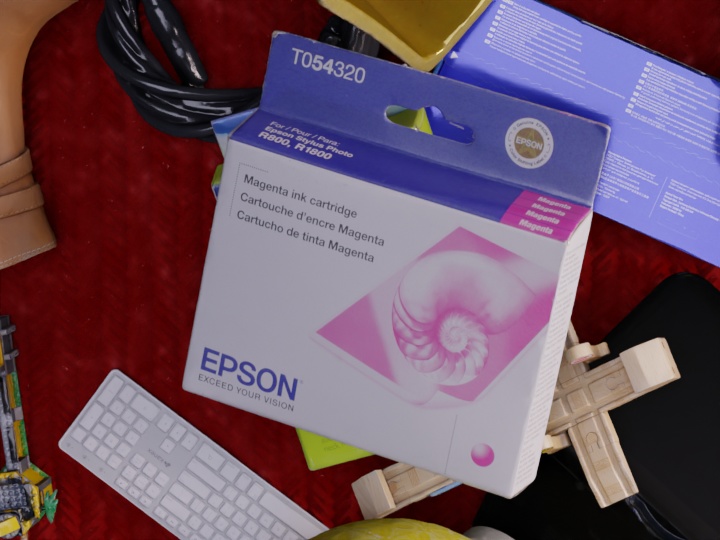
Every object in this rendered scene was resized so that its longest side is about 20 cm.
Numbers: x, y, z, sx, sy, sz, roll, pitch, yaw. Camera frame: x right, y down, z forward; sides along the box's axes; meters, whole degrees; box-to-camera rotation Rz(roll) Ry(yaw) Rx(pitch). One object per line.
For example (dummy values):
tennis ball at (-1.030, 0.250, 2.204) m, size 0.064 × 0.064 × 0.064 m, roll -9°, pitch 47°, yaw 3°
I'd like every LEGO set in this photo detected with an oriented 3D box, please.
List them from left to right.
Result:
LEGO set at (-0.270, 0.097, 1.598) m, size 0.199 × 0.116 × 0.154 m, roll 2°, pitch 96°, yaw 6°

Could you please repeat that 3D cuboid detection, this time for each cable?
cable at (-0.060, -0.169, 1.589) m, size 0.163 × 0.051 × 0.201 m, roll 15°, pitch 102°, yaw 9°

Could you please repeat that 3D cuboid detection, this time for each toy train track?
toy train track at (0.077, 0.087, 1.535) m, size 0.200 × 0.033 × 0.115 m, roll -28°, pitch 76°, yaw 25°

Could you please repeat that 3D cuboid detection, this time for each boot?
boot at (-0.206, -0.082, 1.602) m, size 0.200 × 0.074 × 0.155 m, roll -27°, pitch 96°, yaw 13°

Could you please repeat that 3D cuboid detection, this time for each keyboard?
keyboard at (-0.078, 0.137, 1.637) m, size 0.200 × 0.011 × 0.056 m, roll 37°, pitch 98°, yaw 1°

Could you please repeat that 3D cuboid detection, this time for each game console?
game console at (0.185, 0.137, 1.568) m, size 0.200 × 0.116 × 0.176 m, roll 42°, pitch 134°, yaw 23°

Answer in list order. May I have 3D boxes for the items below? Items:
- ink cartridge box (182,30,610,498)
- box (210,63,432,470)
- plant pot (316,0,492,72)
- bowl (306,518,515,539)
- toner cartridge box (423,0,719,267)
ink cartridge box at (0.015, -0.004, 1.496) m, size 0.196 × 0.043 × 0.201 m, roll 17°, pitch 109°, yaw 19°
box at (0.000, 0.000, 1.574) m, size 0.122 × 0.048 × 0.201 m, roll -15°, pitch 108°, yaw 11°
plant pot at (0.002, -0.251, 1.456) m, size 0.200 × 0.195 × 0.194 m, roll 43°, pitch 96°, yaw 18°
bowl at (0.051, 0.203, 1.564) m, size 0.108 × 0.200 × 0.200 m, roll -41°, pitch 91°, yaw -27°
toner cartridge box at (0.137, -0.081, 1.577) m, size 0.200 × 0.043 × 0.095 m, roll 25°, pitch 97°, yaw 3°
